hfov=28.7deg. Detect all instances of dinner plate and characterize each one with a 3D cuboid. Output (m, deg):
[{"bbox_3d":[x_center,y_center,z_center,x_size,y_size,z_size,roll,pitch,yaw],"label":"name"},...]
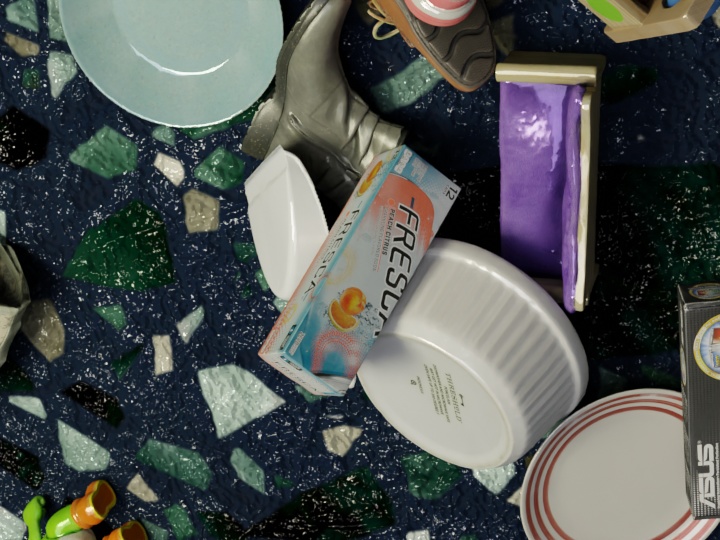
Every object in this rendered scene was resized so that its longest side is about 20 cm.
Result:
[{"bbox_3d":[0.234,0.186,1.231,0.197,0.024,0.203,-4,117,-7],"label":"dinner plate"}]

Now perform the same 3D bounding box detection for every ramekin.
[{"bbox_3d":[0.083,0.078,1.183,0.201,0.094,0.204,28,146,21],"label":"ramekin"}]

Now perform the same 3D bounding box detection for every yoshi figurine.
[{"bbox_3d":[-0.322,0.306,1.492,0.199,0.113,0.112,-36,139,15],"label":"yoshi figurine"}]

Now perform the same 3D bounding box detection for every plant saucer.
[{"bbox_3d":[-0.158,-0.221,1.204,0.198,0.039,0.203,6,124,9],"label":"plant saucer"}]

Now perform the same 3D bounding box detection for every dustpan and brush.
[{"bbox_3d":[-0.045,0.004,1.213,0.056,0.139,0.203,-6,81,-20],"label":"dustpan and brush"}]

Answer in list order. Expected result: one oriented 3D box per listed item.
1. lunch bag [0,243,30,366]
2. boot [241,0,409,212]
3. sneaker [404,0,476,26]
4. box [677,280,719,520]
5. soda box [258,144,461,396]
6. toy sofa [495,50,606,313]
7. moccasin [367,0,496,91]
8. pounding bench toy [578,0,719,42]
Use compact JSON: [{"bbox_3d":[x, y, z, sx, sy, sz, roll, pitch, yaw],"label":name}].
[{"bbox_3d":[-0.421,0.031,1.377,0.199,0.118,0.165,39,119,6],"label":"lunch bag"},{"bbox_3d":[-0.011,-0.144,1.186,0.129,0.068,0.201,28,131,1],"label":"boot"},{"bbox_3d":[0.051,-0.291,1.054,0.073,0.087,0.203,-18,82,-14],"label":"sneaker"},{"bbox_3d":[0.345,0.104,1.155,0.158,0.044,0.203,-5,112,6],"label":"box"},{"bbox_3d":[0.000,0.000,1.134,0.063,0.202,0.068,34,164,-17],"label":"soda box"},{"bbox_3d":[0.150,-0.071,1.138,0.082,0.098,0.203,5,115,17],"label":"toy sofa"},{"bbox_3d":[0.035,-0.227,1.125,0.074,0.078,0.202,-43,90,-14],"label":"moccasin"},{"bbox_3d":[0.184,-0.254,1.023,0.155,0.200,0.125,35,84,-16],"label":"pounding bench toy"}]
